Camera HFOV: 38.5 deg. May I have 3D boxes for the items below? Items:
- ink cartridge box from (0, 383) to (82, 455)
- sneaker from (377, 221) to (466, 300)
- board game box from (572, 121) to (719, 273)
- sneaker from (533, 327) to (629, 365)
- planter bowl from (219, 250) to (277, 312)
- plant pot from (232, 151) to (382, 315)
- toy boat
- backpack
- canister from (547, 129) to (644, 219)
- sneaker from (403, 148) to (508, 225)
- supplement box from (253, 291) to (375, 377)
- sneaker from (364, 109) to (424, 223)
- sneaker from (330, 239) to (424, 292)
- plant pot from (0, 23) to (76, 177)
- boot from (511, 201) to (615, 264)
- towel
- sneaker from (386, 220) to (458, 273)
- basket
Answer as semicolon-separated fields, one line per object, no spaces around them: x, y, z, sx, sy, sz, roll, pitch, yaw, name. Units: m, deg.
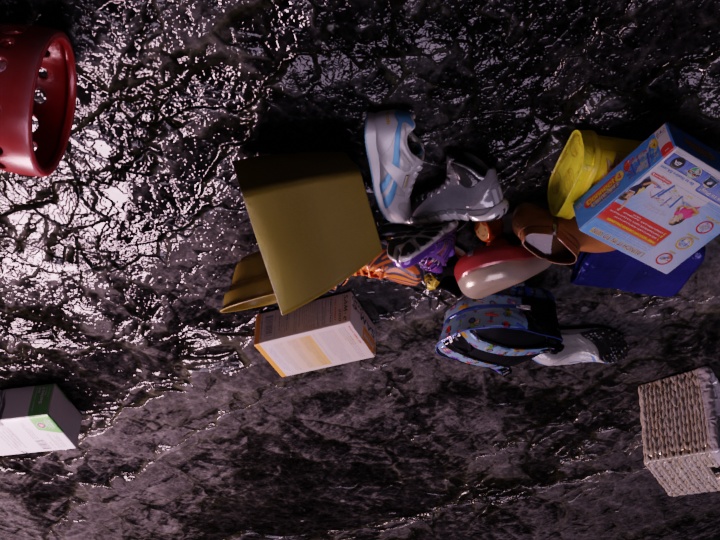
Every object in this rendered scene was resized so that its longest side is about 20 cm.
-0.717;0.319;2.188;0.199;0.084;0.146;-7;141;9;ink cartridge box
0.110;-0.015;1.754;0.199;0.090;0.070;24;136;-28;sneaker
0.458;-0.102;1.539;0.199;0.056;0.196;23;131;-28;board game box
0.421;0.147;1.992;0.199;0.072;0.072;0;177;-10;sneaker
-0.152;0.008;1.762;0.199;0.084;0.200;-14;176;-1;planter bowl
-0.076;-0.079;1.563;0.176;0.200;0.201;-18;111;-4;plant pot
0.226;-0.036;1.707;0.130;0.131;0.200;-25;177;33;toy boat
0.231;0.097;1.825;0.199;0.135;0.182;11;153;-31;backpack
0.410;-0.138;1.601;0.199;0.087;0.149;6;140;-11;canister
0.134;-0.138;1.631;0.199;0.075;0.116;-2;116;30;sneaker
-0.084;0.122;1.943;0.199;0.074;0.126;-14;140;17;supplement box
0.060;-0.153;1.572;0.080;0.077;0.201;-4;133;11;sneaker
0.000;0.000;1.705;0.199;0.112;0.078;22;142;11;sneaker
-0.498;-0.238;1.394;0.181;0.201;0.201;10;142;2;plant pot
0.337;-0.047;1.639;0.199;0.155;0.074;10;111;-1;boot
0.478;-0.018;1.789;0.199;0.050;0.148;9;144;-8;towel
0.112;-0.031;1.654;0.080;0.200;0.084;-2;102;30;sneaker
0.680;0.335;2.122;0.160;0.201;0.198;-15;140;27;basket
